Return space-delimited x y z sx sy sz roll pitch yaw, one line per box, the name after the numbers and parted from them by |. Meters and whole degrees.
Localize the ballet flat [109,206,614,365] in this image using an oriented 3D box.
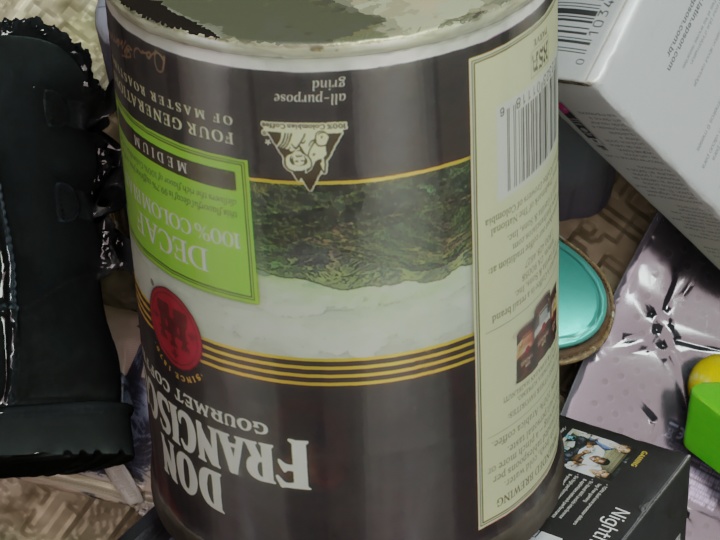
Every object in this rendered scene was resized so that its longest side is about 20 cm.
0.000 0.000 0.929 0.199 0.065 0.071 17 66 2 | ballet flat

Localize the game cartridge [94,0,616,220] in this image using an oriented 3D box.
0.002 -0.067 0.896 0.199 0.133 0.041 6 64 4 | game cartridge

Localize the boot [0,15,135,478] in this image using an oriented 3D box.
-0.168 -0.007 0.825 0.198 0.073 0.163 -1 76 -28 | boot

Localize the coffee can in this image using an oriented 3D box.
-0.005 -0.015 0.782 0.146 0.146 0.200 -3 120 0 | coffee can

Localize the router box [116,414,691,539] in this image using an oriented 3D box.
0.005 0.113 0.835 0.157 0.200 0.052 17 125 27 | router box

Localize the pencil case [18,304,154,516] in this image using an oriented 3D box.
-0.146 0.048 0.908 0.199 0.090 0.078 9 127 -3 | pencil case

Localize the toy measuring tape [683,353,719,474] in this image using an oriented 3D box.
0.193 0.082 0.842 0.074 0.074 0.200 -48 46 -3 | toy measuring tape

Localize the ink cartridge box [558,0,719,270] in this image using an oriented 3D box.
0.165 -0.100 0.872 0.043 0.200 0.197 13 70 45 | ink cartridge box

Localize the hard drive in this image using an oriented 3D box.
0.159 0.041 0.934 0.135 0.042 0.200 26 87 2 | hard drive
